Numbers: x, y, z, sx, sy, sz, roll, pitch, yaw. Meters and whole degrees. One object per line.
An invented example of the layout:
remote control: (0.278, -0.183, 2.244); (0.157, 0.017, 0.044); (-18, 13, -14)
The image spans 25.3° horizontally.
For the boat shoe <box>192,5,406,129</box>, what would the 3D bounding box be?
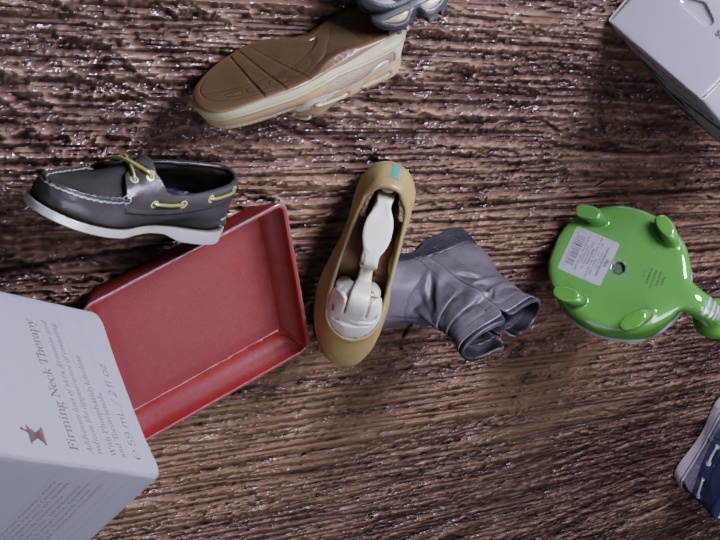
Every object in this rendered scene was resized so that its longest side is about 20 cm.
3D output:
boat shoe: (-0.044, -0.152, 1.300); (0.199, 0.071, 0.065); (-25, 139, -24)

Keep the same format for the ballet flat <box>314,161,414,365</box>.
ballet flat: (0.000, 0.000, 1.456); (0.068, 0.063, 0.201); (12, 106, -4)

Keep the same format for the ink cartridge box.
ink cartridge box: (0.345, -0.193, 1.557); (0.084, 0.146, 0.200); (-47, 142, 7)

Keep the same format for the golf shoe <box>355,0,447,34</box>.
golf shoe: (0.080, -0.274, 1.292); (0.200, 0.078, 0.095); (-35, 137, -18)

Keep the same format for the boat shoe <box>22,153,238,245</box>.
boat shoe: (-0.178, -0.064, 1.268); (0.201, 0.072, 0.061); (3, 120, -52)

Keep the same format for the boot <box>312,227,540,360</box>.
boot: (0.065, 0.040, 1.537); (0.199, 0.132, 0.070); (-29, 142, -19)

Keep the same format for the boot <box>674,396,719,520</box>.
boot: (0.510, 0.240, 2.175); (0.072, 0.090, 0.201); (-3, 128, -40)

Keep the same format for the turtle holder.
turtle holder: (0.294, 0.007, 1.689); (0.184, 0.142, 0.132); (-6, 164, 12)

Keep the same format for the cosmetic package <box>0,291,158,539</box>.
cosmetic package: (-0.298, 0.128, 1.235); (0.166, 0.168, 0.200); (-42, 147, 23)

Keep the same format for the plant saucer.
plant saucer: (-0.147, 0.043, 1.426); (0.199, 0.037, 0.200); (-30, 141, -19)
